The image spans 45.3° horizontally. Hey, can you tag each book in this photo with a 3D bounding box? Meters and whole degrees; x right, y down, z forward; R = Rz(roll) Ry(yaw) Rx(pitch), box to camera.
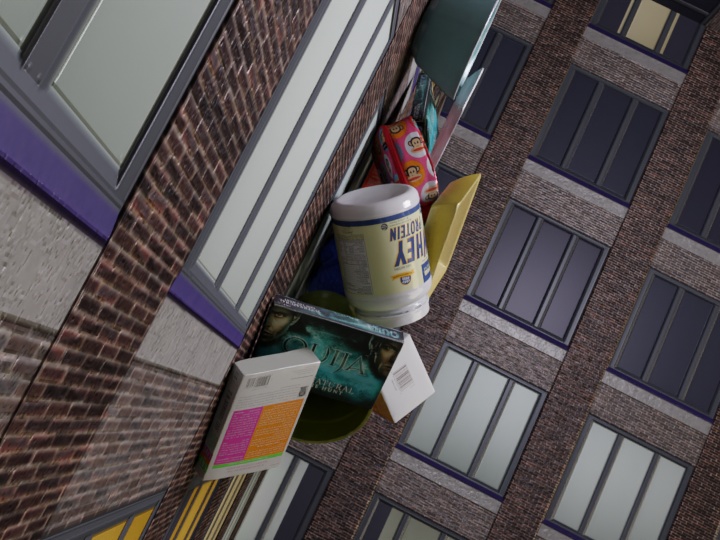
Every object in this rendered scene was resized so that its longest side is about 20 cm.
[{"bbox_3d":[-0.146,0.205,1.216,0.132,0.048,0.202,-6,131,-43],"label":"book"}]

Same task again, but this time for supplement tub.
[{"bbox_3d":[0.036,-0.024,1.375,0.145,0.143,0.203,-57,139,-67],"label":"supplement tub"}]

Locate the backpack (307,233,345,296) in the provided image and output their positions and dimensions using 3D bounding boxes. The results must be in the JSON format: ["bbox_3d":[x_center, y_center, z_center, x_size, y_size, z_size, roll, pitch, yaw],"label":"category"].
[{"bbox_3d":[0.000,0.000,1.567,0.199,0.169,0.163,-29,-169,28],"label":"backpack"}]

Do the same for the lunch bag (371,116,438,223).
[{"bbox_3d":[0.084,-0.165,1.532,0.081,0.178,0.200,-20,174,-5],"label":"lunch bag"}]

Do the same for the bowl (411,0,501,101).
[{"bbox_3d":[0.155,-0.400,1.449,0.201,0.104,0.203,90,26,-86],"label":"bowl"}]

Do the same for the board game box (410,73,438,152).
[{"bbox_3d":[0.126,-0.282,1.695,0.201,0.028,0.137,-77,161,-50],"label":"board game box"}]

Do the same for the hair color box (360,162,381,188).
[{"bbox_3d":[0.038,-0.171,1.742,0.202,0.061,0.102,-63,178,-5],"label":"hair color box"}]

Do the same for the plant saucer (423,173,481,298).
[{"bbox_3d":[0.138,-0.061,1.492,0.200,0.048,0.202,-49,158,-62],"label":"plant saucer"}]

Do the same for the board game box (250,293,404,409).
[{"bbox_3d":[-0.051,0.120,1.249,0.028,0.197,0.136,-92,-158,-57],"label":"board game box"}]

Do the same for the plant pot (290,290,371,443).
[{"bbox_3d":[-0.068,0.139,1.405,0.194,0.198,0.202,-80,-168,-55],"label":"plant pot"}]

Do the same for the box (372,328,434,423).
[{"bbox_3d":[0.024,0.172,1.553,0.097,0.126,0.199,-33,-158,-21],"label":"box"}]

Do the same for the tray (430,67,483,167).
[{"bbox_3d":[0.165,-0.270,1.546,0.108,0.022,0.200,-62,178,-27],"label":"tray"}]
